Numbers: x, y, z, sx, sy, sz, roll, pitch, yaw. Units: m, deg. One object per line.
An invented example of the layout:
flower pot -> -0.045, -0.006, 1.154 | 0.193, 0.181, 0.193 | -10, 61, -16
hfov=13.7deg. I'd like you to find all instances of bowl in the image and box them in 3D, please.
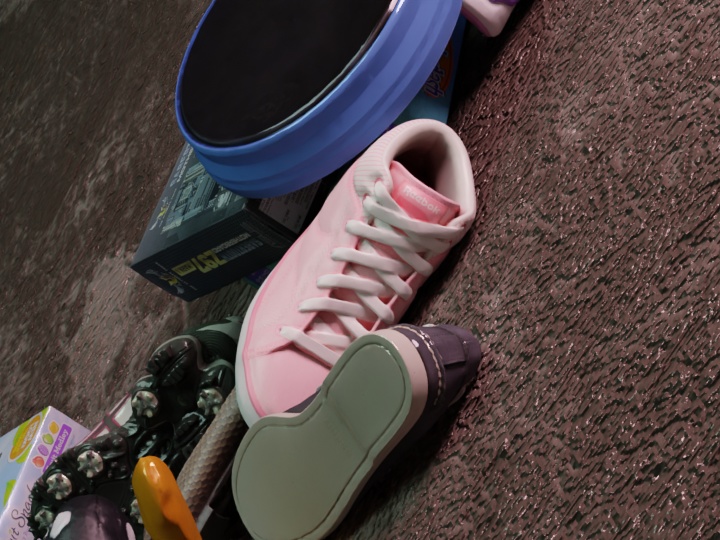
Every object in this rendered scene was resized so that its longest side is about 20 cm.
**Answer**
bowl -> -0.028, -0.135, 1.722 | 0.200, 0.039, 0.201 | -31, 37, 27

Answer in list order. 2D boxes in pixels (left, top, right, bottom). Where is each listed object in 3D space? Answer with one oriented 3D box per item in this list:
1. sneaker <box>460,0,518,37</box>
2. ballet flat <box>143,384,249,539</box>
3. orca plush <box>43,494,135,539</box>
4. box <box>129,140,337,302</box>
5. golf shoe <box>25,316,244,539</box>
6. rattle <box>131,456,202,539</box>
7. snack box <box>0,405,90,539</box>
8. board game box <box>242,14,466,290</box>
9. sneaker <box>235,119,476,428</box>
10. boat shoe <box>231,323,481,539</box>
sneaker -> 0.078, -0.216, 1.798 | 0.088, 0.080, 0.200 | -46, 24, 16
ballet flat -> -0.068, 0.083, 1.703 | 0.200, 0.046, 0.067 | -62, -25, 0
orca plush -> -0.161, 0.211, 1.658 | 0.071, 0.105, 0.200 | 108, -176, -64
box -> -0.053, -0.089, 1.823 | 0.158, 0.051, 0.200 | -23, 39, 57
golf shoe -> -0.128, 0.108, 1.854 | 0.200, 0.077, 0.088 | -46, 1, 29
rattle -> -0.149, 0.195, 1.545 | 0.200, 0.143, 0.131 | -19, 58, 22
snack box -> -0.256, 0.198, 2.035 | 0.200, 0.068, 0.169 | -29, 33, 55
board game box -> 0.001, -0.092, 1.842 | 0.152, 0.045, 0.200 | -44, 22, 39
sneaker -> 0.000, 0.000, 1.634 | 0.201, 0.075, 0.105 | -63, 12, -28
boat shoe -> -0.002, 0.087, 1.561 | 0.063, 0.073, 0.200 | -17, -19, -37
